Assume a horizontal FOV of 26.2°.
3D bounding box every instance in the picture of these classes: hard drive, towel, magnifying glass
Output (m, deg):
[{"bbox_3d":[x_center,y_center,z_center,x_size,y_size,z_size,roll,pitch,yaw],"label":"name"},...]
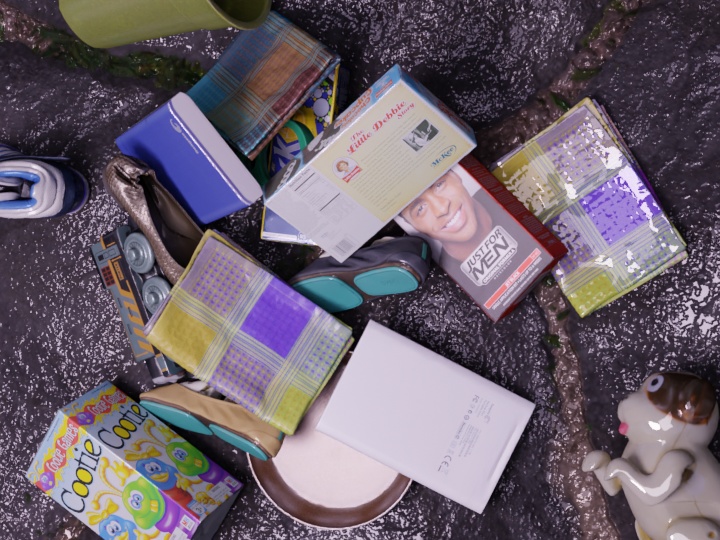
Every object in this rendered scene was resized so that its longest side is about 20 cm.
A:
[{"bbox_3d":[0.070,0.157,1.666,0.200,0.025,0.132,27,87,-1],"label":"hard drive"},{"bbox_3d":[0.241,-0.067,1.653,0.143,0.023,0.200,-32,84,11],"label":"towel"},{"bbox_3d":[-0.187,-0.112,1.655,0.025,0.200,0.132,-43,101,-22],"label":"hard drive"},{"bbox_3d":[-0.118,0.066,1.647,0.200,0.023,0.144,37,70,-8],"label":"towel"},{"bbox_3d":[-0.110,-0.204,1.655,0.147,0.200,0.022,-49,124,1],"label":"towel"},{"bbox_3d":[-0.122,-0.116,1.687,0.200,0.022,0.080,-7,83,42],"label":"magnifying glass"}]

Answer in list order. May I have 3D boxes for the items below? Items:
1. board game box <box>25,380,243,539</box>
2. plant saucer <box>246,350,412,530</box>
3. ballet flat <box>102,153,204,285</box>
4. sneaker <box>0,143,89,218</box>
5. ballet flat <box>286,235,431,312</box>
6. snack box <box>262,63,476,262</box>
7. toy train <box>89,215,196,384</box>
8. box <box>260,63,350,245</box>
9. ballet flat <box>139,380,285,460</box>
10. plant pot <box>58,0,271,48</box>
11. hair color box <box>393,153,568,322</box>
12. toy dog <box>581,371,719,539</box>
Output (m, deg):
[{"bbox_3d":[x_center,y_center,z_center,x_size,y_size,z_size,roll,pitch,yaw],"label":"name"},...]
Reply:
[{"bbox_3d":[-0.250,0.232,1.718,0.200,0.105,0.103,35,116,10],"label":"board game box"},{"bbox_3d":[-0.029,0.186,1.715,0.200,0.032,0.201,0,90,13],"label":"plant saucer"},{"bbox_3d":[-0.201,-0.045,1.665,0.046,0.067,0.200,-21,112,43],"label":"ballet flat"},{"bbox_3d":[-0.416,-0.103,1.741,0.200,0.146,0.081,10,93,12],"label":"sneaker"},{"bbox_3d":[0.000,0.000,1.678,0.200,0.073,0.073,-14,88,43],"label":"ballet flat"},{"bbox_3d":[0.008,-0.108,1.597,0.200,0.037,0.116,-40,121,21],"label":"snack box"},{"bbox_3d":[-0.227,0.031,1.729,0.114,0.085,0.200,-21,91,42],"label":"toy train"},{"bbox_3d":[-0.059,-0.129,1.700,0.070,0.064,0.200,7,92,13],"label":"box"},{"bbox_3d":[-0.158,0.156,1.720,0.200,0.069,0.063,17,67,34],"label":"ballet flat"},{"bbox_3d":[-0.227,-0.327,1.688,0.190,0.200,0.200,-17,87,25],"label":"plant pot"},{"bbox_3d":[0.113,-0.053,1.651,0.200,0.061,0.102,45,114,11],"label":"hair color box"},{"bbox_3d":[0.327,0.202,1.582,0.194,0.140,0.200,-10,89,0],"label":"toy dog"}]
